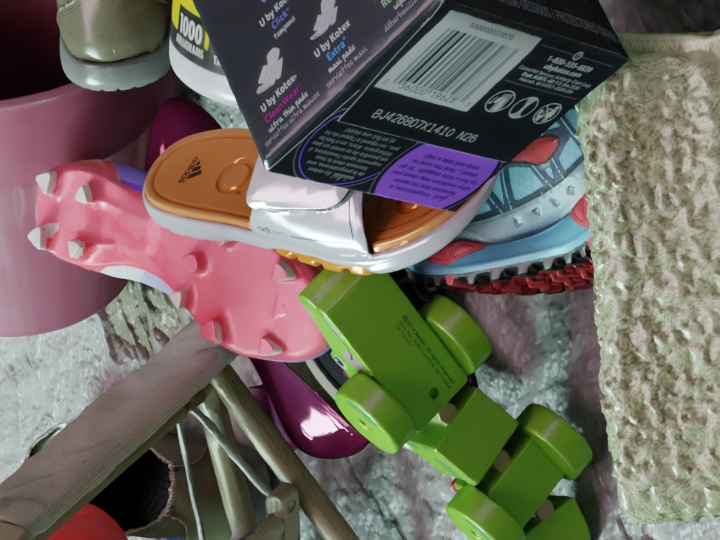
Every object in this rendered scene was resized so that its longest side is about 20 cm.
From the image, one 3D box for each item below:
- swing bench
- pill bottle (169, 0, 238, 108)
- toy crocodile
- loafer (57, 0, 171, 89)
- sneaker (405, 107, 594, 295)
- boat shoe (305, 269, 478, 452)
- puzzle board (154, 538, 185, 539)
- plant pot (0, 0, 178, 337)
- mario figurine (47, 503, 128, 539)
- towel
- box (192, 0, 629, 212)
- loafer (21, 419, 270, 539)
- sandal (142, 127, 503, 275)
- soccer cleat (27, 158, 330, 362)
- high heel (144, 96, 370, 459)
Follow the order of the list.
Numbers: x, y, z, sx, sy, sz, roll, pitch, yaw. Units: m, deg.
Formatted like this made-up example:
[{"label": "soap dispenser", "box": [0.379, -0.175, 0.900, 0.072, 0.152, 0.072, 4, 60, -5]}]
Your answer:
[{"label": "swing bench", "box": [-0.103, 0.152, 1.245, 0.129, 0.199, 0.201, -6, 116, 46]}, {"label": "pill bottle", "box": [-0.026, -0.182, 1.182, 0.112, 0.112, 0.202, 32, 124, 43]}, {"label": "toy crocodile", "box": [0.041, 0.069, 1.156, 0.200, 0.068, 0.062, 47, 164, -24]}, {"label": "loafer", "box": [-0.129, -0.173, 1.293, 0.201, 0.075, 0.070, -110, 14, -49]}, {"label": "sneaker", "box": [0.095, -0.045, 1.116, 0.199, 0.079, 0.096, -19, 71, 46]}, {"label": "boat shoe", "box": [0.002, -0.001, 1.232, 0.066, 0.074, 0.200, 104, 146, -47]}, {"label": "puzzle board", "box": [-0.077, 0.249, 1.454, 0.150, 0.017, 0.202, 33, 124, 44]}, {"label": "plant pot", "box": [-0.191, -0.072, 1.382, 0.200, 0.199, 0.180, 38, 144, 40]}, {"label": "mario figurine", "box": [-0.151, 0.204, 1.385, 0.106, 0.124, 0.200, 33, 162, 13]}, {"label": "towel", "box": [0.160, 0.002, 1.001, 0.147, 0.036, 0.202, -2, 98, 15]}, {"label": "box", "box": [-0.001, -0.139, 1.009, 0.106, 0.122, 0.201, -41, 58, 29]}, {"label": "loafer", "box": [-0.134, 0.114, 1.431, 0.199, 0.069, 0.076, -2, 79, 48]}, {"label": "sandal", "box": [-0.032, -0.047, 1.125, 0.206, 0.079, 0.059, 3, 143, 39]}, {"label": "soccer cleat", "box": [-0.076, -0.010, 1.236, 0.199, 0.076, 0.067, 20, 108, 35]}, {"label": "high heel", "box": [-0.049, 0.002, 1.295, 0.096, 0.067, 0.202, -12, 96, 62]}]
